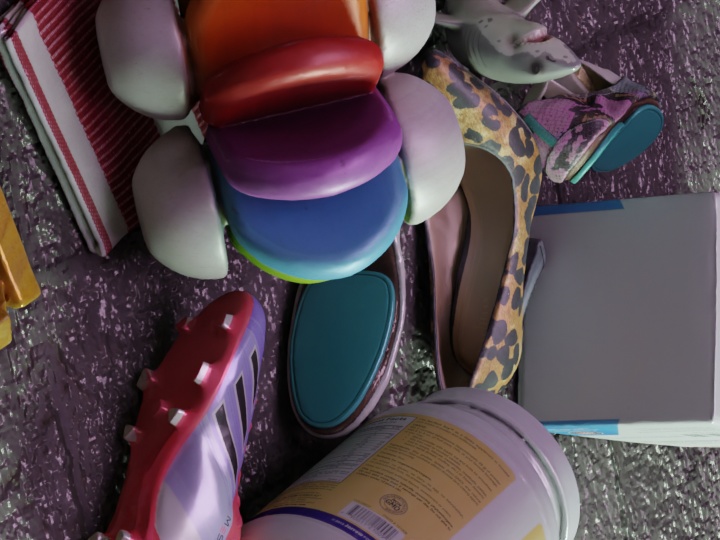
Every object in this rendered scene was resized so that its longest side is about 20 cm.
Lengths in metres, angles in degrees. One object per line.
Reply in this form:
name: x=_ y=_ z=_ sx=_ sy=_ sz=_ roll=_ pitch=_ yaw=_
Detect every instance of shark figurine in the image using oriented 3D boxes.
shark figurine: x=0.085 y=-0.148 z=1.840 sx=0.214 sy=0.128 sz=0.090 roll=-69 pitch=156 yaw=-60

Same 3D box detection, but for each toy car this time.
toy car: x=-0.033 y=-0.082 z=1.534 sx=0.175 sy=0.150 sz=0.200 roll=-14 pitch=107 yaw=-9

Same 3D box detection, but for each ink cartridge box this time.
ink cartridge box: x=0.217 y=0.037 z=1.931 sx=0.200 sy=0.147 sz=0.146 roll=11 pitch=78 yaw=-53

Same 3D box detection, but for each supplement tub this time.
supplement tub: x=0.021 y=0.162 z=1.665 sx=0.200 sy=0.145 sz=0.145 roll=-37 pitch=116 yaw=-48

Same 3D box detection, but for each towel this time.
towel: x=-0.114 y=-0.120 z=1.610 sx=0.200 sy=0.023 sz=0.144 roll=-49 pitch=127 yaw=-40

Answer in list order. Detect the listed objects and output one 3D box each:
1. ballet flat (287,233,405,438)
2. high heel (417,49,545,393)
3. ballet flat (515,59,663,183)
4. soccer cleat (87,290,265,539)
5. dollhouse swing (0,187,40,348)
ballet flat: x=0.000 y=0.000 z=1.723 sx=0.069 sy=0.069 sz=0.200 roll=15 pitch=75 yaw=-52
high heel: x=0.060 y=-0.021 z=1.785 sx=0.143 sy=0.071 sz=0.200 roll=-65 pitch=144 yaw=-40
ballet flat: x=0.141 y=-0.098 z=1.900 sx=0.071 sy=0.069 sz=0.200 roll=44 pitch=18 yaw=8
soccer cleat: x=-0.087 y=0.109 z=1.586 sx=0.076 sy=0.067 sz=0.200 roll=33 pitch=66 yaw=-32
dollhouse swing: x=-0.264 y=-0.042 z=1.296 sx=0.200 sy=0.182 sz=0.176 roll=-37 pitch=136 yaw=-47
